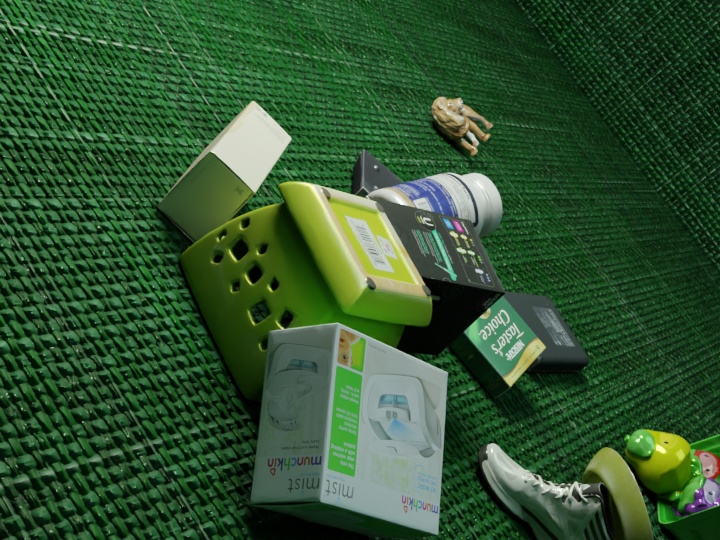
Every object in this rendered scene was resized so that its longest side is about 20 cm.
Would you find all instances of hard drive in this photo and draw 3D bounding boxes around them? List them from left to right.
[{"bbox_3d":[0.063,-0.082,2.005,0.200,0.042,0.135,41,25,-22],"label":"hard drive"},{"bbox_3d":[0.286,0.098,2.146,0.199,0.033,0.140,8,47,-58],"label":"hard drive"}]

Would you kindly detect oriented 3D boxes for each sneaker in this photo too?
[{"bbox_3d":[0.248,0.279,1.703,0.201,0.115,0.076,48,23,-3],"label":"sneaker"}]

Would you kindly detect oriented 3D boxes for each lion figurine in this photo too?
[{"bbox_3d":[0.186,-0.283,2.516,0.122,0.073,0.200,40,10,-4],"label":"lion figurine"}]

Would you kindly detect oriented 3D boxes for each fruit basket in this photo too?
[{"bbox_3d":[0.518,0.321,2.110,0.216,0.155,0.217,54,23,-36],"label":"fruit basket"}]

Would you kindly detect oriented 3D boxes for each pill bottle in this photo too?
[{"bbox_3d":[0.103,-0.075,1.895,0.199,0.116,0.116,-16,65,-39],"label":"pill bottle"}]

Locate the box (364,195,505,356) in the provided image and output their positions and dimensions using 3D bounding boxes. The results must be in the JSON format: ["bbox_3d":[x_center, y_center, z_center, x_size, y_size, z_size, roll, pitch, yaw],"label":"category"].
[{"bbox_3d":[0.054,0.011,1.683,0.199,0.148,0.125,10,46,-44],"label":"box"}]

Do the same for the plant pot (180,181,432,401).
[{"bbox_3d":[-0.048,0.020,1.480,0.198,0.181,0.201,13,44,-55],"label":"plant pot"}]

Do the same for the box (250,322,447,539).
[{"bbox_3d":[-0.008,0.167,1.345,0.200,0.096,0.178,28,60,-48],"label":"box"}]

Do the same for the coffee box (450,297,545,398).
[{"bbox_3d":[0.169,0.072,1.917,0.200,0.044,0.123,51,43,2],"label":"coffee box"}]

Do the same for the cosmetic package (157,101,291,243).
[{"bbox_3d":[-0.159,-0.119,1.589,0.073,0.103,0.200,44,22,-9],"label":"cosmetic package"}]

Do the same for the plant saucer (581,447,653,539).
[{"bbox_3d":[0.332,0.335,1.747,0.200,0.031,0.202,169,-90,-80],"label":"plant saucer"}]
